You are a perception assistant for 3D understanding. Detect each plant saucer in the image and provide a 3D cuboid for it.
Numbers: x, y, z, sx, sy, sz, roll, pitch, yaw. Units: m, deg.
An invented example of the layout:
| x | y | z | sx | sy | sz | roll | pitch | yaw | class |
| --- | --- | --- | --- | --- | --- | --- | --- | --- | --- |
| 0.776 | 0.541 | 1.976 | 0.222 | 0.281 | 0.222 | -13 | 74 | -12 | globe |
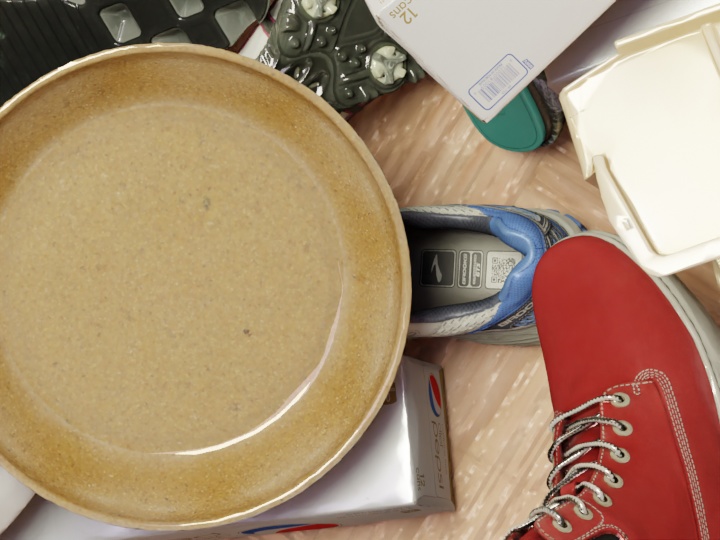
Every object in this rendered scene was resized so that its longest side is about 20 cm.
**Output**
| x | y | z | sx | sy | sz | roll | pitch | yaw | class |
| --- | --- | --- | --- | --- | --- | --- | --- | --- | --- |
| -0.079 | 0.006 | 1.188 | 0.200 | 0.035 | 0.201 | 0 | 97 | -2 | plant saucer |

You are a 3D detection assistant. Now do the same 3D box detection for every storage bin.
| x | y | z | sx | sy | sz | roll | pitch | yaw | class |
| --- | --- | --- | --- | --- | --- | --- | --- | --- | --- |
| 0.202 | -0.050 | 1.126 | 0.198 | 0.200 | 0.094 | -19 | 76 | 15 | storage bin |

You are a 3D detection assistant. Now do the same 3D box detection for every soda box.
| x | y | z | sx | sy | sz | roll | pitch | yaw | class |
| --- | --- | --- | --- | --- | --- | --- | --- | --- | --- |
| -0.062 | 0.084 | 1.271 | 0.199 | 0.064 | 0.068 | -8 | 80 | 18 | soda box |
| 0.090 | -0.153 | 1.065 | 0.200 | 0.068 | 0.064 | -43 | 115 | 9 | soda box |

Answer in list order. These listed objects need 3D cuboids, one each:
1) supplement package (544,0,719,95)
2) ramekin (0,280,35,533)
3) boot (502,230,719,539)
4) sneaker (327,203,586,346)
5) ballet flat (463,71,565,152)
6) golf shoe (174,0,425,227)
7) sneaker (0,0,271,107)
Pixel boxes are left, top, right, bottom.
| x | y | z | sx | sy | sz | roll | pitch | yaw | class |
| --- | --- | --- | --- | --- | --- | --- | --- | --- | --- |
| 0.172 | -0.141 | 1.171 | 0.200 | 0.156 | 0.111 | -19 | 78 | 15 | supplement package |
| -0.218 | 0.033 | 1.269 | 0.200 | 0.098 | 0.201 | -22 | 52 | 31 | ramekin |
| 0.088 | 0.071 | 1.118 | 0.072 | 0.144 | 0.200 | -36 | 64 | 35 | boot |
| 0.000 | 0.000 | 1.249 | 0.199 | 0.085 | 0.077 | -9 | 80 | 18 | sneaker |
| 0.041 | -0.139 | 1.213 | 0.072 | 0.200 | 0.072 | -19 | 40 | 17 | ballet flat |
| -0.027 | -0.091 | 1.271 | 0.077 | 0.088 | 0.200 | 45 | 71 | -19 | golf shoe |
| -0.117 | -0.121 | 1.289 | 0.199 | 0.089 | 0.074 | -13 | 118 | 23 | sneaker |
